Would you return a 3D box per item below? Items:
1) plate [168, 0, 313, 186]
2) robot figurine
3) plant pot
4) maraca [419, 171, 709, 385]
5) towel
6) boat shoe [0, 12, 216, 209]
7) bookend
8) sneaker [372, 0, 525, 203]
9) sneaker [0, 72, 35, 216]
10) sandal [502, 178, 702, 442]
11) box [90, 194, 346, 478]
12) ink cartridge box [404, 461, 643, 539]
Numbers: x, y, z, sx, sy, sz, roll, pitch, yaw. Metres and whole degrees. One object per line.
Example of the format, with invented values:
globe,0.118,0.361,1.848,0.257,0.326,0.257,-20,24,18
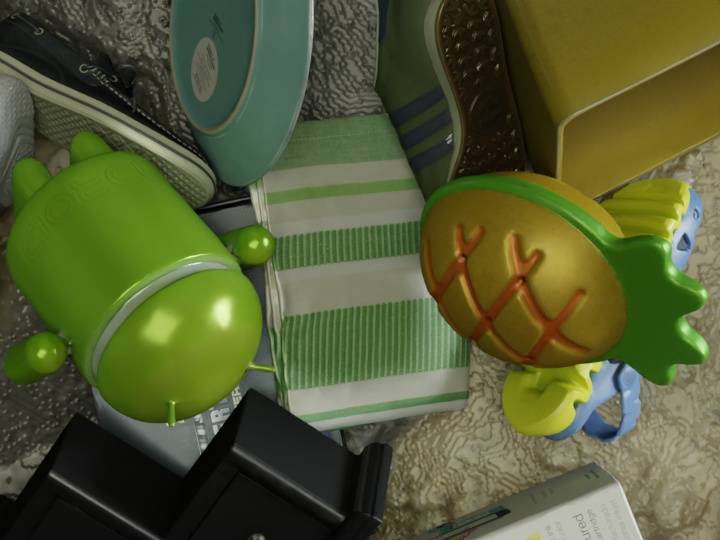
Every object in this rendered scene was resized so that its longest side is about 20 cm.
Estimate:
plate,-0.084,-0.154,1.242,0.025,0.200,0.202,0,89,-29
robot figurine,-0.139,0.009,1.207,0.175,0.116,0.200,-28,60,-26
plant pot,0.169,-0.177,1.241,0.199,0.200,0.177,-27,75,-3
maraca,0.122,0.006,1.207,0.199,0.138,0.107,18,50,29
towel,0.000,0.000,1.290,0.151,0.023,0.202,-6,87,-28
boat shoe,-0.172,-0.108,1.290,0.199,0.075,0.062,31,61,15
bookend,-0.116,0.151,1.222,0.198,0.092,0.200,34,113,-10
sneaker,0.051,-0.105,1.278,0.067,0.090,0.201,-29,128,-27
sneaker,-0.285,-0.047,1.279,0.113,0.075,0.201,23,112,10
sandal,0.169,0.032,1.301,0.087,0.079,0.201,36,81,-36
box,-0.101,0.059,1.307,0.156,0.051,0.202,-11,90,2
ink cartridge box,0.092,0.231,1.255,0.199,0.146,0.148,-23,89,1
